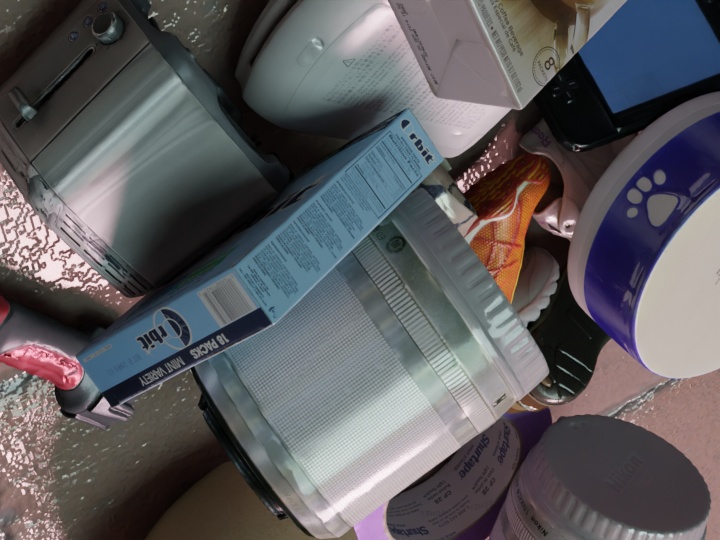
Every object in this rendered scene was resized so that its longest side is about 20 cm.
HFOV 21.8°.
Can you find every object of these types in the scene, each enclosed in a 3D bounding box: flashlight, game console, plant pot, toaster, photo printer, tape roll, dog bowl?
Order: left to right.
[{"bbox_3d":[-0.220,0.055,1.198,0.067,0.069,0.200,-27,147,22],"label":"flashlight"},{"bbox_3d":[-0.134,-0.072,1.123,0.129,0.114,0.200,-39,146,1],"label":"toaster"},{"bbox_3d":[-0.077,0.220,1.393,0.200,0.199,0.136,33,66,-50],"label":"plant pot"},{"bbox_3d":[0.028,-0.150,1.189,0.199,0.070,0.166,6,142,-41],"label":"photo printer"},{"bbox_3d":[0.059,0.153,1.521,0.199,0.066,0.202,-22,135,-24],"label":"tape roll"},{"bbox_3d":[0.199,-0.204,1.290,0.199,0.177,0.117,-21,164,-24],"label":"game console"},{"bbox_3d":[0.250,-0.023,1.342,0.199,0.079,0.201,-23,137,-23],"label":"dog bowl"}]

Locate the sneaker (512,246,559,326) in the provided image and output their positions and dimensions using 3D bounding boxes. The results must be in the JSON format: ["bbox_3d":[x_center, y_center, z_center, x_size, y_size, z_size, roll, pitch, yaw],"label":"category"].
[{"bbox_3d":[0.075,0.030,1.418,0.200,0.082,0.075,-38,-178,-34],"label":"sneaker"}]

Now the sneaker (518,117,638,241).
[{"bbox_3d":[0.181,-0.041,1.432,0.099,0.075,0.201,-28,114,-8],"label":"sneaker"}]

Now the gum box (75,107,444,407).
[{"bbox_3d":[-0.061,-0.009,1.155,0.169,0.045,0.200,-28,-169,45],"label":"gum box"}]

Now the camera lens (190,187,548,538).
[{"bbox_3d":[0.001,0.063,1.213,0.199,0.160,0.160,-36,141,0],"label":"camera lens"}]

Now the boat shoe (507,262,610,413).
[{"bbox_3d":[0.163,0.042,1.480,0.074,0.076,0.200,-36,-174,47],"label":"boat shoe"}]

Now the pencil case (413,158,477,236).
[{"bbox_3d":[0.000,0.000,1.327,0.078,0.090,0.200,38,97,-22],"label":"pencil case"}]

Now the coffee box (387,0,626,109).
[{"bbox_3d":[0.108,-0.203,1.095,0.200,0.079,0.114,-46,125,-24],"label":"coffee box"}]

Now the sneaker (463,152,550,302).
[{"bbox_3d":[0.083,0.005,1.361,0.077,0.073,0.201,36,82,-24],"label":"sneaker"}]

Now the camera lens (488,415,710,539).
[{"bbox_3d":[0.181,0.241,1.512,0.159,0.160,0.201,-6,128,-37],"label":"camera lens"}]
